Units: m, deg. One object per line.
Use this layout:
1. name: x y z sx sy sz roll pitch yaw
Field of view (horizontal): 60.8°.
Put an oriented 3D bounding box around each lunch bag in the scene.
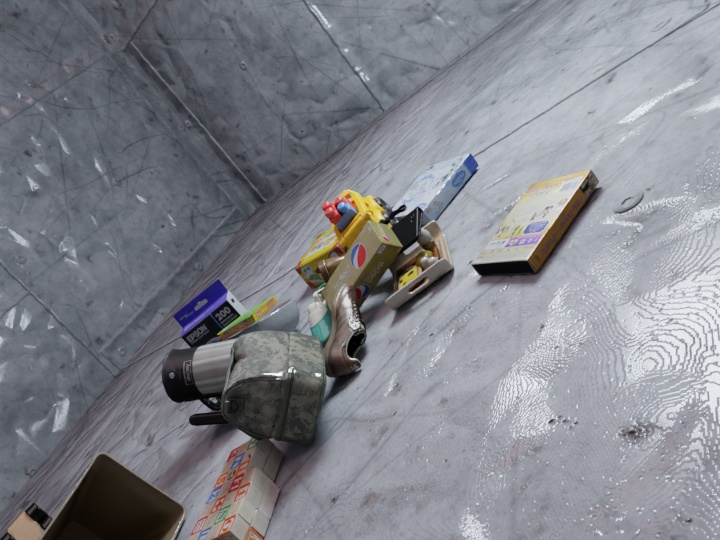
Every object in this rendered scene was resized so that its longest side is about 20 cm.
1. lunch bag: -0.152 0.191 1.059 0.201 0.163 0.143 -105 29 -70

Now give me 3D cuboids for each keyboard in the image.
1. keyboard: 0.069 -0.074 1.293 0.199 0.020 0.131 -36 42 49

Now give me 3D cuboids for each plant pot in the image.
1. plant pot: -0.462 0.493 1.088 0.177 0.198 0.201 -46 13 28

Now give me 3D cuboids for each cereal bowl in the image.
1. cereal bowl: -0.227 0.151 1.484 0.196 0.085 0.200 -30 4 2

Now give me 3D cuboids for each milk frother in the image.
1. milk frother: -0.313 0.241 1.398 0.182 0.186 0.200 -11 8 16

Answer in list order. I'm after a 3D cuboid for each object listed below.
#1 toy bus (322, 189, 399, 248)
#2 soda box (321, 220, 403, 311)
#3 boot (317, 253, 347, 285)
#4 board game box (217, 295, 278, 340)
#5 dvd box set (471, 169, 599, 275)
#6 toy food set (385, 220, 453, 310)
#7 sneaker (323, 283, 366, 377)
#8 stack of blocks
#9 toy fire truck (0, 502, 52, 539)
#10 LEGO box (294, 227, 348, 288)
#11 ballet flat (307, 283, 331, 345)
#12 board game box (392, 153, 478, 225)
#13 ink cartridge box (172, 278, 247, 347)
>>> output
1. toy bus: -0.014 -0.120 1.451 0.136 0.190 0.202 -48 32 16
2. soda box: 0.000 0.000 1.264 0.202 0.063 0.068 -55 49 27
3. boot: -0.036 0.009 1.385 0.074 0.075 0.200 -26 -13 3
4. board game box: -0.264 0.112 1.451 0.094 0.031 0.200 -30 2 12
5. dvd box set: 0.282 -0.075 1.003 0.201 0.029 0.145 -50 18 -20
6. toy food set: 0.105 -0.017 1.215 0.142 0.061 0.201 -37 17 17
7. sneaker: -0.016 0.111 1.162 0.073 0.071 0.204 -10 48 24
8. stack of blocks: -0.187 0.361 0.976 0.114 0.059 0.202 -33 19 28
9. toy fire truck: -0.673 0.630 1.331 0.130 0.173 0.203 -52 -22 -31
10. LEGO box: -0.066 -0.054 1.658 0.198 0.077 0.150 -24 25 46
11. ballet flat: -0.088 0.091 1.377 0.067 0.071 0.201 -37 18 21
12. board game box: 0.169 -0.189 1.509 0.200 0.044 0.199 -49 18 -18
13. ink cartridge box: -0.399 0.156 1.698 0.196 0.201 0.044 -35 14 20
